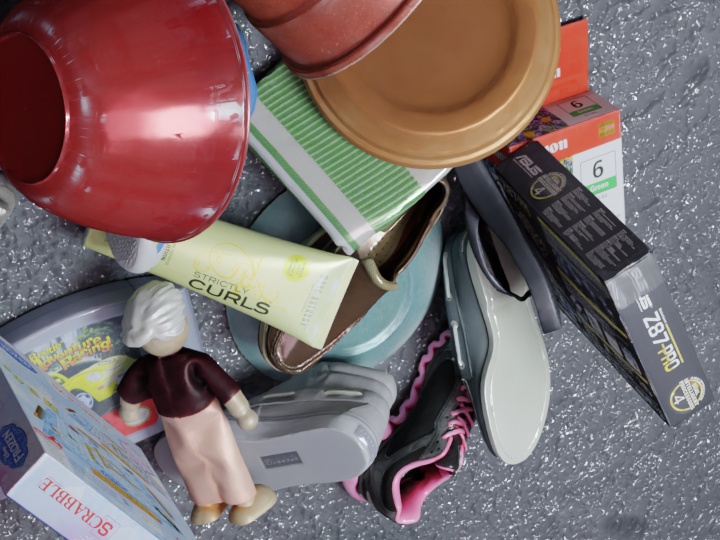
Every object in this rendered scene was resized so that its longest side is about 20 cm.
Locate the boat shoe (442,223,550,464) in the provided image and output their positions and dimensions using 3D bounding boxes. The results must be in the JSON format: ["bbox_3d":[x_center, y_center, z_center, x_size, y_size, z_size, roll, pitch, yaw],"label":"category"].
[{"bbox_3d":[0.108,0.060,1.437,0.072,0.062,0.202,-13,97,-36],"label":"boat shoe"}]

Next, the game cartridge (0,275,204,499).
[{"bbox_3d":[-0.215,0.084,1.328,0.199,0.041,0.134,-24,121,-17],"label":"game cartridge"}]

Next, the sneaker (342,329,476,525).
[{"bbox_3d":[0.072,0.135,1.479,0.079,0.095,0.201,34,94,-36],"label":"sneaker"}]

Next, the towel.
[{"bbox_3d":[0.017,-0.129,1.296,0.200,0.023,0.153,-42,85,-3],"label":"towel"}]

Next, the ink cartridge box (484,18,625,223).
[{"bbox_3d":[0.160,-0.096,1.430,0.108,0.050,0.201,-19,124,-18],"label":"ink cartridge box"}]

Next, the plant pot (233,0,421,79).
[{"bbox_3d":[-0.057,-0.265,1.140,0.195,0.201,0.201,34,97,-30],"label":"plant pot"}]

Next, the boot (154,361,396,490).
[{"bbox_3d":[-0.064,0.125,1.391,0.198,0.096,0.074,-5,121,26],"label":"boot"}]

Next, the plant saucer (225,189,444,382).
[{"bbox_3d":[-0.011,0.014,1.402,0.199,0.039,0.203,-13,122,-22],"label":"plant saucer"}]

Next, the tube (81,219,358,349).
[{"bbox_3d":[-0.105,-0.009,1.280,0.198,0.052,0.058,21,148,-11],"label":"tube"}]

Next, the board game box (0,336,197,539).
[{"bbox_3d":[-0.198,0.141,1.221,0.041,0.200,0.200,-44,127,0],"label":"board game box"}]

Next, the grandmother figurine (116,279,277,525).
[{"bbox_3d":[-0.133,0.099,1.304,0.120,0.061,0.201,-7,118,18],"label":"grandmother figurine"}]

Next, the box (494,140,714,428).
[{"bbox_3d":[0.187,0.008,1.346,0.049,0.200,0.162,-33,125,-3],"label":"box"}]

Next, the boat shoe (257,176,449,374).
[{"bbox_3d":[-0.004,-0.003,1.323,0.074,0.075,0.203,33,91,-30],"label":"boat shoe"}]

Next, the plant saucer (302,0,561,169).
[{"bbox_3d":[0.051,-0.176,1.264,0.198,0.037,0.202,0,88,-3],"label":"plant saucer"}]

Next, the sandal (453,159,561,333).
[{"bbox_3d":[0.102,-0.036,1.369,0.043,0.201,0.076,-30,170,8],"label":"sandal"}]

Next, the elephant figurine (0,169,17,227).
[{"bbox_3d":[-0.299,-0.043,1.141,0.140,0.156,0.201,16,117,-19],"label":"elephant figurine"}]

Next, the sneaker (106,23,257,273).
[{"bbox_3d":[-0.120,-0.095,1.233,0.104,0.075,0.202,7,92,-38],"label":"sneaker"}]

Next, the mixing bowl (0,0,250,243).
[{"bbox_3d":[-0.176,-0.110,1.115,0.108,0.199,0.202,-12,123,-43],"label":"mixing bowl"}]
